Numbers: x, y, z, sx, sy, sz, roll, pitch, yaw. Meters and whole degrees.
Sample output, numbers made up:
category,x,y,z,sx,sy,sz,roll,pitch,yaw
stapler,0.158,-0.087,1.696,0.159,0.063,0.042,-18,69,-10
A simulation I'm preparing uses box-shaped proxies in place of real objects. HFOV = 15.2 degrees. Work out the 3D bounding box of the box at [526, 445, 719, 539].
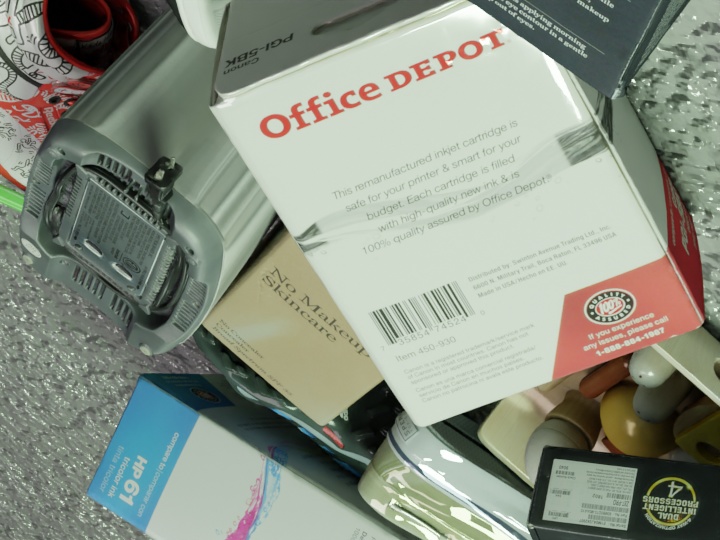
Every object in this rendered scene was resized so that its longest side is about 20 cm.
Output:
category,x,y,z,sx,sy,sz,roll,pitch,yaw
box,0.191,0.144,1.294,0.198,0.049,0.161,5,156,16

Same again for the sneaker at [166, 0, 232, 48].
category,x,y,z,sx,sy,sz,roll,pitch,yaw
sneaker,-0.095,-0.199,1.203,0.111,0.073,0.201,29,144,27

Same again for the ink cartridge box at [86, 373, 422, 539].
category,x,y,z,sx,sy,sz,roll,pitch,yaw
ink cartridge box,-0.036,0.142,1.561,0.199,0.085,0.144,29,-171,22

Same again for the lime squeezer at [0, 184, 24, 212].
category,x,y,z,sx,sy,sz,roll,pitch,yaw
lime squeezer,-0.133,-0.009,1.538,0.070,0.038,0.200,33,178,35

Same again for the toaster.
category,x,y,z,sx,sy,sz,roll,pitch,yaw
toaster,-0.089,-0.056,1.344,0.113,0.129,0.200,36,154,4

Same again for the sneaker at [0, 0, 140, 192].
category,x,y,z,sx,sy,sz,roll,pitch,yaw
sneaker,-0.158,-0.098,1.435,0.107,0.068,0.202,11,148,31

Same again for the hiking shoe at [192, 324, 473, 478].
category,x,y,z,sx,sy,sz,roll,pitch,yaw
hiking shoe,-0.026,0.068,1.521,0.200,0.074,0.087,39,161,9

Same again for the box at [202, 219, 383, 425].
category,x,y,z,sx,sy,sz,roll,pitch,yaw
box,0.000,0.000,1.375,0.095,0.078,0.200,40,154,-3

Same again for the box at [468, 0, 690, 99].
category,x,y,z,sx,sy,sz,roll,pitch,yaw
box,0.059,-0.192,0.968,0.199,0.104,0.182,35,155,6

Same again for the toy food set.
category,x,y,z,sx,sy,sz,roll,pitch,yaw
toy food set,0.151,0.094,1.351,0.143,0.061,0.200,41,154,-3

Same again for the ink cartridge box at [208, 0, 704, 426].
category,x,y,z,sx,sy,sz,roll,pitch,yaw
ink cartridge box,0.045,-0.047,1.170,0.146,0.083,0.201,-20,125,18

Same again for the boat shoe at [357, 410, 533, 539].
category,x,y,z,sx,sy,sz,roll,pitch,yaw
boat shoe,0.088,0.143,1.462,0.199,0.072,0.062,36,113,-15
